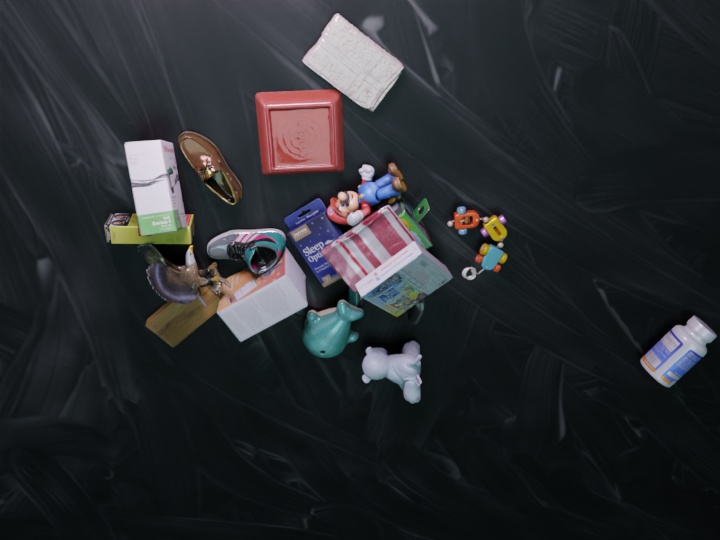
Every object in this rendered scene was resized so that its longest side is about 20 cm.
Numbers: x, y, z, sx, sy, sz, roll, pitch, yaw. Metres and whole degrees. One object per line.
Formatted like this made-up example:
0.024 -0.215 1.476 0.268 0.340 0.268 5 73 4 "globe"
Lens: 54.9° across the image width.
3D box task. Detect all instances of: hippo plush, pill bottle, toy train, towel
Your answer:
0.084 0.282 1.892 0.159 0.200 0.161 0 98 3 "hippo plush"
0.914 0.229 1.987 0.112 0.112 0.200 31 112 -21 "pill bottle"
0.301 -0.082 1.780 0.149 0.056 0.201 -11 117 2 "toy train"
-0.013 -0.459 1.542 0.199 0.035 0.133 33 110 -21 "towel"
0.025 -0.048 1.644 0.199 0.023 0.144 -35 117 13 "towel"

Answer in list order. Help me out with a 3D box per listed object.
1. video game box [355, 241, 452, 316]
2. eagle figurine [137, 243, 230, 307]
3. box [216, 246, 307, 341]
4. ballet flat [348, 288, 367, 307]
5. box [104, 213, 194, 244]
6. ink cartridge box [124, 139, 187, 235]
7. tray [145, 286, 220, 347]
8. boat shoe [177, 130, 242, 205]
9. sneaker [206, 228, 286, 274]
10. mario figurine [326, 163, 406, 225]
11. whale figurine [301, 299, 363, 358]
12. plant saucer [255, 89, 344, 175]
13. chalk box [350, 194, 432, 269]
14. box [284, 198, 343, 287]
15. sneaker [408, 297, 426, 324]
0.110 0.026 1.698 0.182 0.047 0.200 -38 148 13 "video game box"
-0.433 0.010 1.672 0.199 0.152 0.152 0 165 -30 "eagle figurine"
-0.244 0.057 1.740 0.199 0.153 0.107 -29 119 9 "box"
0.000 0.000 1.790 0.072 0.073 0.202 -5 114 -3 "ballet flat"
-0.504 -0.100 1.668 0.198 0.075 0.050 1 119 -6 "box"
-0.454 -0.186 1.548 0.084 0.146 0.202 -8 98 -4 "ink cartridge box"
-0.456 0.108 1.813 0.200 0.037 0.099 -38 116 16 "tray"
-0.346 -0.237 1.610 0.072 0.068 0.200 -36 116 16 "boat shoe"
-0.281 -0.041 1.698 0.198 0.121 0.084 -9 120 -1 "sneaker"
0.003 -0.181 1.640 0.199 0.124 0.106 -29 101 15 "mario figurine"
-0.073 0.158 1.818 0.158 0.104 0.200 29 134 -21 "whale figurine"
-0.138 -0.313 1.609 0.198 0.037 0.201 -3 120 -4 "plant saucer"
0.092 -0.098 1.704 0.199 0.125 0.124 -34 117 14 "chalk box"
-0.096 -0.066 1.719 0.121 0.032 0.201 -27 105 25 "box"
0.137 0.045 1.829 0.081 0.073 0.202 5 110 1 "sneaker"
